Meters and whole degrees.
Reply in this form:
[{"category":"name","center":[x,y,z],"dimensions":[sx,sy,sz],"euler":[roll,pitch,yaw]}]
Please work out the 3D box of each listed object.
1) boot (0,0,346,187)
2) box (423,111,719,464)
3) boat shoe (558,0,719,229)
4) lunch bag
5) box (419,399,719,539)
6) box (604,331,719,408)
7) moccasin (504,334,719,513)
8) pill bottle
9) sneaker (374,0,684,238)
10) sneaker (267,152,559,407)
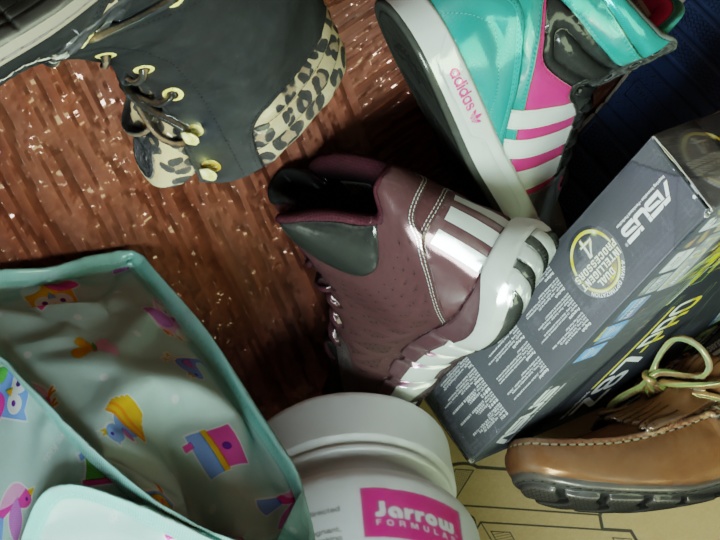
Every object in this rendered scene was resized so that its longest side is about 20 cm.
[{"category":"boot","center":[-0.092,-0.085,0.989],"dimensions":[0.200,0.073,0.151],"euler":[-40,144,-15]},{"category":"box","center":[0.138,-0.003,1.191],"dimensions":[0.161,0.049,0.200],"euler":[-17,155,-44]},{"category":"boat shoe","center":[0.167,-0.081,1.248],"dimensions":[0.200,0.072,0.072],"euler":[-43,150,16]},{"category":"lunch bag","center":[-0.104,0.117,1.066],"dimensions":[0.122,0.200,0.170],"euler":[-8,132,-39]},{"category":"box","center":[0.086,0.137,1.240],"dimensions":[0.164,0.200,0.021],"euler":[-56,175,-25]},{"category":"box","center":[0.159,0.094,1.378],"dimensions":[0.200,0.086,0.164],"euler":[-30,148,-18]},{"category":"moccasin","center":[0.161,0.069,1.224],"dimensions":[0.201,0.078,0.074],"euler":[-10,175,-15]},{"category":"pill bottle","center":[0.001,0.157,1.121],"dimensions":[0.113,0.200,0.113],"euler":[-4,137,-3]},{"category":"sneaker","center":[0.088,-0.085,1.156],"dimensions":[0.121,0.084,0.200],"euler":[-33,145,-3]},{"category":"sneaker","center":[0.000,0.000,1.169],"dimensions":[0.076,0.115,0.200],"euler":[-62,-171,-32]}]
